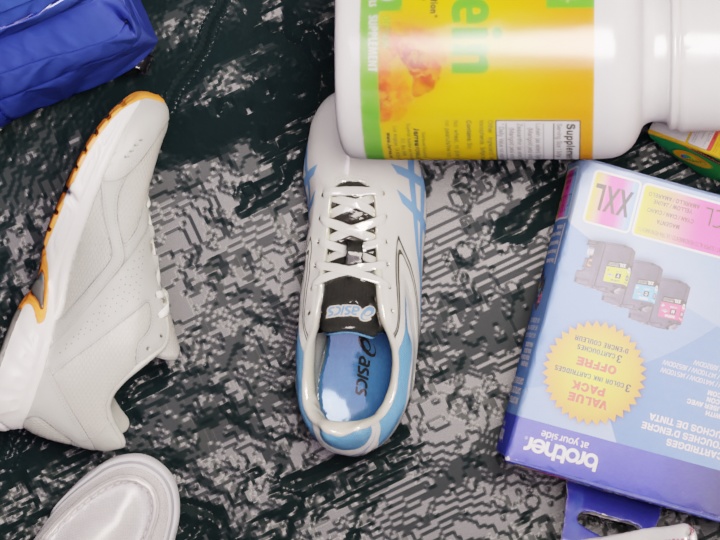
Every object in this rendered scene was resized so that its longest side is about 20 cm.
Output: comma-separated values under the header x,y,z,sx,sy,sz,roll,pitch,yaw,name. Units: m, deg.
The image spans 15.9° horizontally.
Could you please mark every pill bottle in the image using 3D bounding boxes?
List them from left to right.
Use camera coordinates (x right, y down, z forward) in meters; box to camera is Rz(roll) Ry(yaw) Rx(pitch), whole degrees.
x,y,z,sx,sy,sz,roll,pitch,yaw,name
0.089,-0.113,1.336,0.199,0.111,0.112,0,89,5,pill bottle

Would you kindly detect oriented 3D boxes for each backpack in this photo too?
x,y,z,sx,sy,sz,roll,pitch,yaw,name
-0.234,-0.151,1.354,0.199,0.168,0.163,-24,82,4,backpack

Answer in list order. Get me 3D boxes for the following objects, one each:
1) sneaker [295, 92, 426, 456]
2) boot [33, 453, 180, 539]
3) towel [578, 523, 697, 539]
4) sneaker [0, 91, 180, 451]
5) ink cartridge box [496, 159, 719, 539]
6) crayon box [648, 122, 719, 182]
x,y,z,sx,sy,sz,roll,pitch,yaw,name
0.000,0.000,1.394,0.071,0.072,0.201,0,87,2,sneaker
-0.168,0.187,1.378,0.073,0.096,0.200,35,89,1,boot
0.135,0.239,1.368,0.146,0.030,0.201,-14,97,26,towel
-0.132,0.004,1.401,0.092,0.076,0.201,21,97,-7,sneaker
0.155,0.054,1.391,0.136,0.076,0.201,15,90,1,ink cartridge box
0.251,-0.134,1.368,0.058,0.119,0.201,29,89,-39,crayon box
